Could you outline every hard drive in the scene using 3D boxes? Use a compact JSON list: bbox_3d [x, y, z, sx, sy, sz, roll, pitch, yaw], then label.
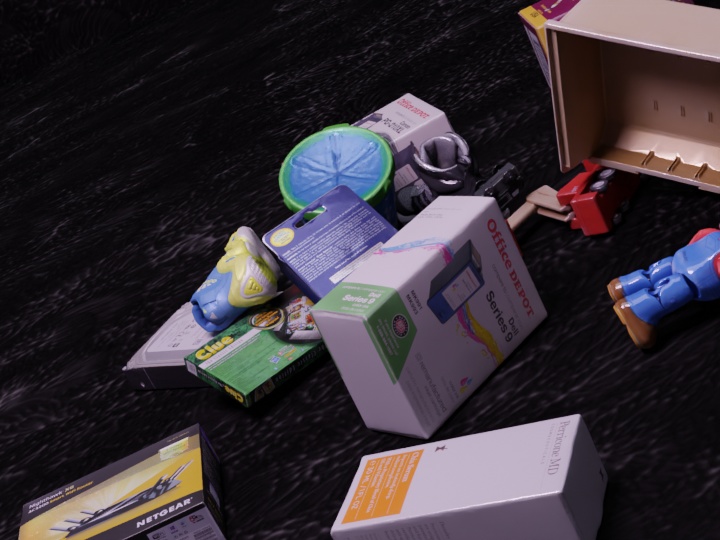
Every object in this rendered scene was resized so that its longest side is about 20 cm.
[{"bbox_3d":[-0.164,0.080,1.728,0.200,0.038,0.140,-5,32,39],"label":"hard drive"}]

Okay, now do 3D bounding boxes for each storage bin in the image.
[{"bbox_3d":[0.301,-0.167,1.492,0.200,0.199,0.094,17,47,32],"label":"storage bin"}]

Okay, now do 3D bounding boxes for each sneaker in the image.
[{"bbox_3d":[-0.151,0.012,1.715,0.105,0.076,0.200,-36,9,4],"label":"sneaker"},{"bbox_3d":[0.090,-0.106,1.752,0.075,0.114,0.200,-36,25,-22],"label":"sneaker"}]

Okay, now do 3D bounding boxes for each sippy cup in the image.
[{"bbox_3d":[-0.014,-0.077,1.755,0.140,0.130,0.178,20,60,30],"label":"sippy cup"}]

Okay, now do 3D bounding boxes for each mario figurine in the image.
[{"bbox_3d":[0.332,0.007,1.347,0.200,0.106,0.124,-31,58,17],"label":"mario figurine"}]

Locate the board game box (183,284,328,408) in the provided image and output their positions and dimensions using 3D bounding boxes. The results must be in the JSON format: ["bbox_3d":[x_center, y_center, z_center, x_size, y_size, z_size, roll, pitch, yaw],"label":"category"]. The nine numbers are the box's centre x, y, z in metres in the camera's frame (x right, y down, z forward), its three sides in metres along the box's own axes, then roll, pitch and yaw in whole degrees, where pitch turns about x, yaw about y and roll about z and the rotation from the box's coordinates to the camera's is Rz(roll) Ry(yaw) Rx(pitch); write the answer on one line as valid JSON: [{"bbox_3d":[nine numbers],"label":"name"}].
[{"bbox_3d":[-0.082,0.070,1.622,0.200,0.023,0.105,-34,44,-31],"label":"board game box"}]

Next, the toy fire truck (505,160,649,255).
[{"bbox_3d":[0.221,-0.073,1.631,0.141,0.049,0.200,-10,28,37],"label":"toy fire truck"}]

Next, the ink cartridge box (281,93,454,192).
[{"bbox_3d":[0.018,-0.137,1.931,0.200,0.084,0.145,-30,24,-8],"label":"ink cartridge box"}]

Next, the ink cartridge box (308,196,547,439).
[{"bbox_3d":[0.069,0.041,1.428,0.087,0.145,0.200,3,36,48],"label":"ink cartridge box"}]

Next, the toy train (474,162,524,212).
[{"bbox_3d":[0.103,-0.041,1.654,0.200,0.046,0.034,-42,32,-3],"label":"toy train"}]

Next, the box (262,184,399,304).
[{"bbox_3d":[0.000,0.000,1.603,0.121,0.032,0.200,-35,60,-19],"label":"box"}]

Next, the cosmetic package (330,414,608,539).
[{"bbox_3d":[0.088,0.187,1.196,0.200,0.071,0.101,-14,26,25],"label":"cosmetic package"}]

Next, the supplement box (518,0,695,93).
[{"bbox_3d":[0.323,-0.309,1.914,0.200,0.131,0.103,-25,23,2],"label":"supplement box"}]

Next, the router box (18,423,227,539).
[{"bbox_3d":[-0.230,0.242,1.436,0.200,0.052,0.157,-26,23,2],"label":"router box"}]
